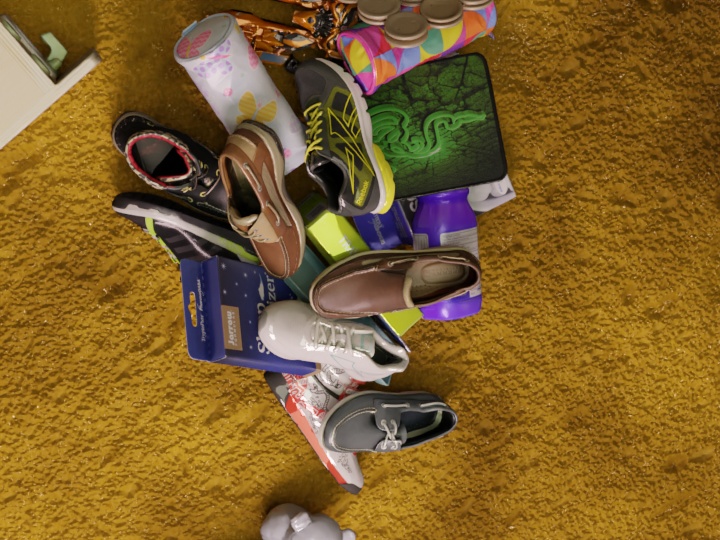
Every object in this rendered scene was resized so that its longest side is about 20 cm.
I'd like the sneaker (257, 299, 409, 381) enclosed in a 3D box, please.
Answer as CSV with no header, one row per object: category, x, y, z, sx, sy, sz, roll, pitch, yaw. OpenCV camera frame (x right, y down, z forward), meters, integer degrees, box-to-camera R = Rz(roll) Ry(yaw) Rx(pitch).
sneaker,-0.028,0.079,1.570,0.199,0.080,0.071,19,74,-33

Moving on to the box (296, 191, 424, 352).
box,0.000,0.000,1.617,0.048,0.122,0.200,-40,107,-4

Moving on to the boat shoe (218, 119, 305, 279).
boat shoe,-0.120,-0.072,1.518,0.074,0.075,0.201,-46,136,-38

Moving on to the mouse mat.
mouse mat,0.065,-0.166,1.580,0.198,0.008,0.163,-11,79,3

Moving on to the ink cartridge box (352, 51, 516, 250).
ink cartridge box,0.066,-0.139,1.646,0.199,0.043,0.199,-26,107,-5

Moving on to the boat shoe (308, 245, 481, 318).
boat shoe,0.042,0.013,1.525,0.200,0.075,0.075,-15,105,-8

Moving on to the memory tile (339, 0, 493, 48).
memory tile,0.079,-0.329,1.539,0.199,0.153,0.017,-31,142,-24

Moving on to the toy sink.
toy sink,-0.397,-0.212,1.477,0.200,0.130,0.112,-41,107,-1

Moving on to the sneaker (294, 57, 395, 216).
sneaker,-0.031,-0.152,1.528,0.084,0.074,0.201,-19,77,-38

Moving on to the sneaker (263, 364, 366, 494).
sneaker,-0.024,0.178,1.679,0.108,0.067,0.202,-35,104,-1

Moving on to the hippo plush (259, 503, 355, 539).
hippo plush,-0.096,0.370,1.650,0.158,0.199,0.162,18,90,-37

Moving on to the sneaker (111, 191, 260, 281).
sneaker,-0.207,-0.027,1.591,0.199,0.072,0.083,22,98,-16

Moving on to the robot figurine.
robot figurine,-0.079,-0.297,1.569,0.198,0.058,0.146,10,102,-15

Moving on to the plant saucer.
plant saucer,-0.024,0.056,1.651,0.019,0.070,0.200,-27,116,33

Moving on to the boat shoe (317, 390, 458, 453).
boat shoe,0.037,0.189,1.657,0.199,0.062,0.074,-5,106,-40

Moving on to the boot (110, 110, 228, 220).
boot,-0.192,-0.106,1.534,0.203,0.154,0.074,31,94,-17

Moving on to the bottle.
bottle,0.102,-0.044,1.612,0.083,0.065,0.202,-13,101,-46

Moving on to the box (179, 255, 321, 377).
box,-0.125,0.054,1.567,0.199,0.032,0.122,13,64,-48

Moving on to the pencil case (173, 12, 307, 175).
pencil case,-0.131,-0.197,1.535,0.083,0.091,0.201,-34,127,0

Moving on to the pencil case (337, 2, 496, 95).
pencil case,0.068,-0.278,1.564,0.199,0.088,0.089,-28,107,-25
